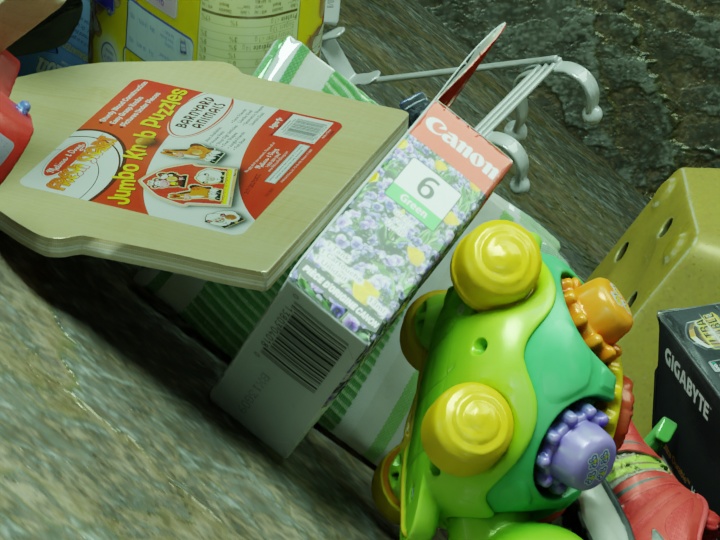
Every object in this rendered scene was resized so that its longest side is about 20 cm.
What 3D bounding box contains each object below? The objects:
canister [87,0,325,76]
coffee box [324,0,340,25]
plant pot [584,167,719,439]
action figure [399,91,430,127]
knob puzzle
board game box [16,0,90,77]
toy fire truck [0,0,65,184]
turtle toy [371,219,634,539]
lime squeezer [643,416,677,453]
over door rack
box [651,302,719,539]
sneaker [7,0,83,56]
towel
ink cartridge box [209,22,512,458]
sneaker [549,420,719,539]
[{"bbox_3d":[-0.078,-0.141,1.404,0.086,0.201,0.148,-19,39,-35],"label":"canister"},{"bbox_3d":[-0.112,-0.201,1.565,0.199,0.115,0.080,-2,17,-23],"label":"coffee box"},{"bbox_3d":[0.224,0.054,1.549,0.200,0.195,0.196,34,20,-11],"label":"plant pot"},{"bbox_3d":[0.039,0.008,1.586,0.194,0.104,0.201,-108,173,-80],"label":"action figure"},{"bbox_3d":[-0.101,-0.045,1.254,0.218,0.031,0.220,3,29,-2],"label":"knob puzzle"},{"bbox_3d":[-0.171,-0.151,1.452,0.019,0.103,0.200,19,-8,41],"label":"board game box"},{"bbox_3d":[-0.157,-0.104,1.184,0.049,0.141,0.200,37,11,-22],"label":"toy fire truck"},{"bbox_3d":[0.068,0.077,1.243,0.100,0.201,0.146,13,-19,-8],"label":"turtle toy"},{"bbox_3d":[0.113,0.127,1.472,0.038,0.071,0.200,16,-16,-9],"label":"lime squeezer"},{"bbox_3d":[0.018,-0.062,1.509,0.199,0.148,0.067,11,-46,43],"label":"over door rack"},{"bbox_3d":[0.197,0.149,1.375,0.200,0.049,0.200,-120,-156,-58],"label":"box"},{"bbox_3d":[-0.180,-0.152,1.319,0.076,0.115,0.199,29,24,13],"label":"sneaker"},{"bbox_3d":[0.000,0.000,1.363,0.200,0.153,0.023,37,-16,-23],"label":"towel"},{"bbox_3d":[0.016,-0.016,1.262,0.050,0.109,0.200,38,52,2],"label":"ink cartridge box"},{"bbox_3d":[0.130,0.116,1.325,0.084,0.077,0.201,6,45,-15],"label":"sneaker"}]
